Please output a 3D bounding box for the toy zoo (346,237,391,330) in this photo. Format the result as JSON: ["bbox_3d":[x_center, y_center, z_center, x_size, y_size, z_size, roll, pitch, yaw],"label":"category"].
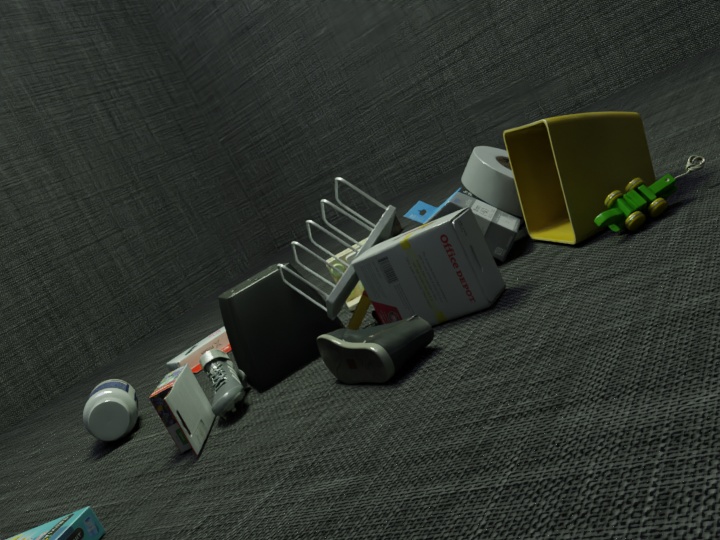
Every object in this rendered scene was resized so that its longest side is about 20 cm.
[{"bbox_3d":[0.015,0.041,1.299,0.131,0.020,0.201,106,-171,-87],"label":"toy zoo"}]

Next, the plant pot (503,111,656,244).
[{"bbox_3d":[0.378,-0.170,1.220,0.175,0.202,0.200,-17,7,-6],"label":"plant pot"}]

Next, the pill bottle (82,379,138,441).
[{"bbox_3d":[-0.538,0.304,1.555,0.110,0.112,0.200,-30,8,-14],"label":"pill bottle"}]

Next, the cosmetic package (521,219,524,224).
[{"bbox_3d":[0.260,-0.107,1.563,0.199,0.072,0.101,-20,11,42],"label":"cosmetic package"}]

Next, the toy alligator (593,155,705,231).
[{"bbox_3d":[0.435,-0.106,1.087,0.199,0.059,0.054,-30,-32,-9],"label":"toy alligator"}]

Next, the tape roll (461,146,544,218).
[{"bbox_3d":[0.302,-0.173,1.416,0.200,0.199,0.067,-45,-23,-63],"label":"tape roll"}]

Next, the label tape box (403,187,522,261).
[{"bbox_3d":[0.195,-0.102,1.341,0.064,0.199,0.144,-68,-9,22],"label":"label tape box"}]

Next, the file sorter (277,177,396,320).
[{"bbox_3d":[-0.044,-0.039,1.280,0.201,0.124,0.139,-57,-7,-13],"label":"file sorter"}]

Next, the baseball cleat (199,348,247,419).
[{"bbox_3d":[-0.254,0.199,1.290,0.070,0.107,0.200,-42,5,-5],"label":"baseball cleat"}]

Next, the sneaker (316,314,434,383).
[{"bbox_3d":[0.020,0.114,1.072,0.106,0.075,0.199,-28,16,-30],"label":"sneaker"}]

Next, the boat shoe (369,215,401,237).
[{"bbox_3d":[0.073,-0.131,2.301,0.073,0.075,0.200,-24,8,25],"label":"boat shoe"}]

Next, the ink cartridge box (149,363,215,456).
[{"bbox_3d":[-0.298,0.236,1.196,0.050,0.110,0.200,-27,8,1],"label":"ink cartridge box"}]

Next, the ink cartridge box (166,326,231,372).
[{"bbox_3d":[-0.398,0.207,1.916,0.199,0.044,0.173,-34,9,-33],"label":"ink cartridge box"}]

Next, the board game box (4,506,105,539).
[{"bbox_3d":[-0.463,0.403,0.957,0.199,0.047,0.151,-26,9,19],"label":"board game box"}]

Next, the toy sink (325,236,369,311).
[{"bbox_3d":[0.000,0.000,1.627,0.130,0.113,0.200,-28,8,-1],"label":"toy sink"}]

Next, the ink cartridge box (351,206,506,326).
[{"bbox_3d":[0.109,0.006,1.140,0.199,0.146,0.083,-21,9,37],"label":"ink cartridge box"}]

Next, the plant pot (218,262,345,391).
[{"bbox_3d":[-0.167,0.094,1.393,0.199,0.179,0.199,-29,9,-17],"label":"plant pot"}]

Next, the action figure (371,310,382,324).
[{"bbox_3d":[0.056,0.048,1.378,0.065,0.052,0.200,-42,4,12],"label":"action figure"}]
